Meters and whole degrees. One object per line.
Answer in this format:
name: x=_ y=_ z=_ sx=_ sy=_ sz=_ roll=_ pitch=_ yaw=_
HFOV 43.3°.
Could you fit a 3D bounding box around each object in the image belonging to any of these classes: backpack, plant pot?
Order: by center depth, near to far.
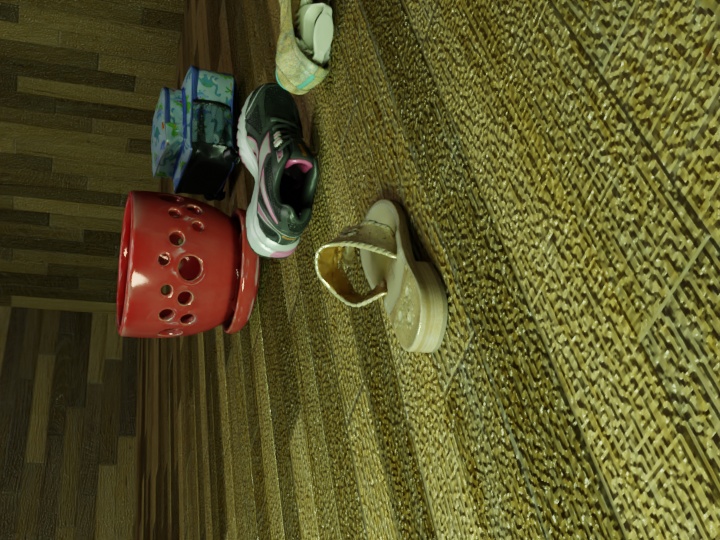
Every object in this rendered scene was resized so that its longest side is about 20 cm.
plant pot: x=-0.241 y=-0.003 z=1.265 sx=0.200 sy=0.182 sz=0.201 roll=-174 pitch=90 yaw=-73
backpack: x=-0.287 y=-0.250 z=1.579 sx=0.183 sy=0.147 sz=0.201 roll=132 pitch=142 yaw=-60

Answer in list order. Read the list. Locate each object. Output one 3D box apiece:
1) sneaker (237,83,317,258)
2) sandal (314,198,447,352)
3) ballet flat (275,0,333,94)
sneaker: x=-0.078 y=-0.118 z=0.987 sx=0.086 sy=0.080 sz=0.201 roll=-35 pitch=59 yaw=52
sandal: x=0.001 y=-0.005 z=0.695 sx=0.212 sy=0.069 sz=0.078 roll=-120 pitch=39 yaw=-62
ballet flat: x=-0.056 y=-0.292 z=0.997 sx=0.071 sy=0.071 sz=0.201 roll=139 pitch=135 yaw=-66
